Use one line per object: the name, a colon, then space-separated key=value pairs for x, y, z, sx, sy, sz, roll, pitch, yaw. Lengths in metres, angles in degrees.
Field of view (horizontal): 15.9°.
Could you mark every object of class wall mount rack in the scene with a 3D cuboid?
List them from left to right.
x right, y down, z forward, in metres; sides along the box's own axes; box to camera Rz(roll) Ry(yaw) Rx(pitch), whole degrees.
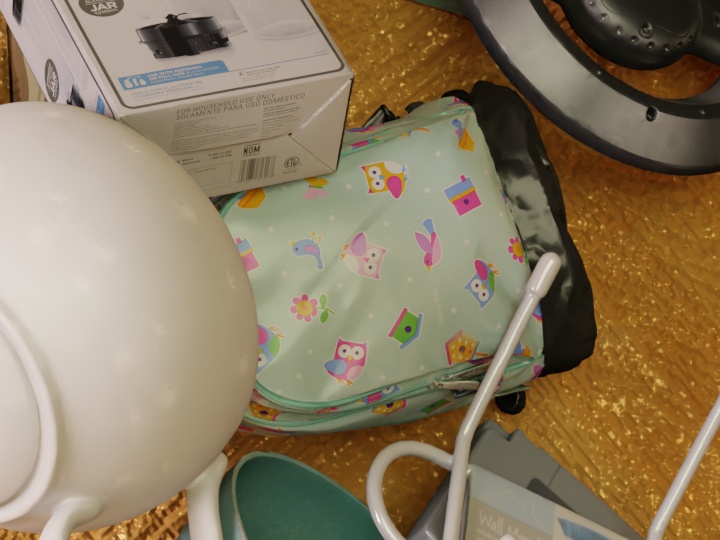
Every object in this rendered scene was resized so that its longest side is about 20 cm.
wall mount rack: x=0.105 y=0.100 z=1.170 sx=0.200 sy=0.075 sz=0.174 roll=28 pitch=49 yaw=-22

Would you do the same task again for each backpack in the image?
backpack: x=0.000 y=0.000 z=1.217 sx=0.199 sy=0.127 sz=0.167 roll=-17 pitch=82 yaw=-17

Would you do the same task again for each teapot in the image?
teapot: x=-0.147 y=0.037 z=1.068 sx=0.199 sy=0.198 sz=0.146 roll=12 pitch=30 yaw=29

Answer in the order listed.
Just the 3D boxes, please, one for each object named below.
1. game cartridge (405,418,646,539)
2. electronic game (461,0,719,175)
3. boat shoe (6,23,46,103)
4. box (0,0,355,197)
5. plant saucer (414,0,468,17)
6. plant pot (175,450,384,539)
game cartridge: x=0.110 y=0.170 z=1.213 sx=0.200 sy=0.042 sz=0.133 roll=42 pitch=38 yaw=-2
electronic game: x=0.133 y=-0.135 z=1.288 sx=0.199 sy=0.042 sz=0.201 roll=16 pitch=54 yaw=-23
boat shoe: x=-0.134 y=-0.057 z=1.233 sx=0.064 sy=0.071 sz=0.201 roll=-2 pitch=77 yaw=-11
box: x=-0.096 y=-0.121 z=1.178 sx=0.116 sy=0.060 sz=0.200 roll=-11 pitch=48 yaw=-22
plant saucer: x=-0.017 y=-0.187 z=1.312 sx=0.199 sy=0.019 sz=0.070 roll=16 pitch=75 yaw=-7
plant pot: x=-0.032 y=0.200 z=1.154 sx=0.135 sy=0.200 sz=0.200 roll=-43 pitch=89 yaw=14
